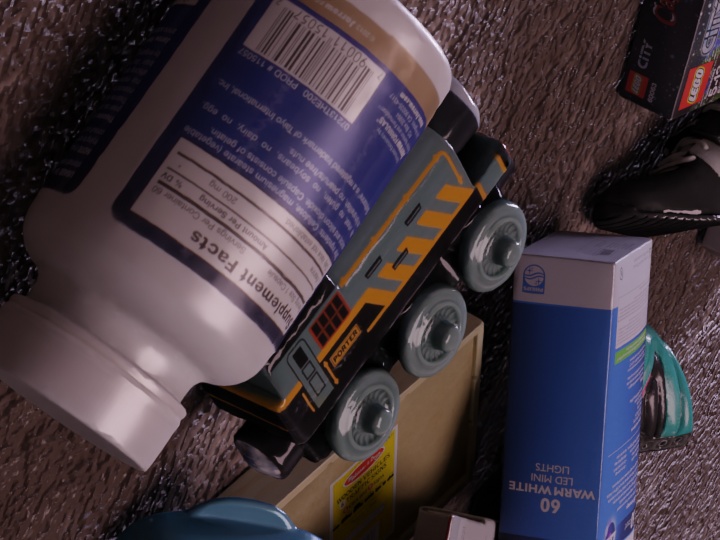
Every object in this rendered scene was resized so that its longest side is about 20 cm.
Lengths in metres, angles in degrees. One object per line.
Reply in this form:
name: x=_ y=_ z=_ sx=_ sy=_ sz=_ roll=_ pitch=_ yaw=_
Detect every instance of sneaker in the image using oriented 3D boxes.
sneaker: x=0.212 y=-0.069 z=1.414 sx=0.200 sy=0.074 sz=0.089 roll=-10 pitch=91 yaw=-37
sneaker: x=0.137 y=0.112 z=1.438 sx=0.121 sy=0.084 sz=0.200 roll=-2 pitch=116 yaw=-49

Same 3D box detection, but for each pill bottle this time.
pill bottle: x=-0.061 y=-0.026 z=0.928 sx=0.200 sy=0.111 sz=0.111 roll=-56 pitch=152 yaw=-11

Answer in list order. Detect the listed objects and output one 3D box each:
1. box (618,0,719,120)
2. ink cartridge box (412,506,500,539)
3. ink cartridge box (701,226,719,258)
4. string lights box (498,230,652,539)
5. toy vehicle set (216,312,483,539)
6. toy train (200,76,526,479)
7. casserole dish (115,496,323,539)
box: x=0.218 y=-0.194 z=1.330 sx=0.137 sy=0.038 sz=0.200 roll=-26 pitch=136 yaw=-49
ink cartridge box: x=0.031 y=0.226 z=1.261 sx=0.174 sy=0.044 sz=0.200 roll=29 pitch=72 yaw=-71
ink cartridge box: x=0.316 y=-0.095 z=1.540 sx=0.146 sy=0.084 sz=0.200 roll=-14 pitch=127 yaw=-54
string lights box: x=0.119 y=0.084 z=1.310 sx=0.103 sy=0.059 sz=0.200 roll=-23 pitch=117 yaw=-70
toy vehicle set: x=-0.007 y=0.117 z=1.247 sx=0.200 sy=0.026 sz=0.124 roll=-39 pitch=145 yaw=-37
toy train: x=0.000 y=0.000 z=1.097 sx=0.200 sy=0.085 sz=0.114 roll=-52 pitch=142 yaw=-18
casserole dish: x=-0.076 y=0.202 z=1.118 sx=0.121 sy=0.039 sz=0.200 roll=11 pitch=112 yaw=-17
